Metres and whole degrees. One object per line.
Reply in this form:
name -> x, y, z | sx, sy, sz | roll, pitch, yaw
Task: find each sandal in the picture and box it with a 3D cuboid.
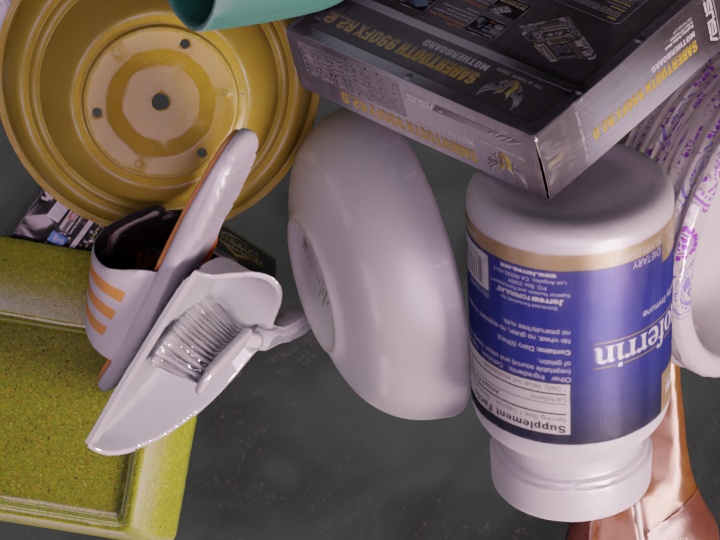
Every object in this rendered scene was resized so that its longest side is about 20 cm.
sandal -> -0.120, -0.018, 1.379 | 0.059, 0.079, 0.207 | 33, 128, 4

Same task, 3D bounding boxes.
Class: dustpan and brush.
dustpan and brush -> -0.078, 0.041, 1.443 | 0.057, 0.200, 0.140 | 35, 113, 6

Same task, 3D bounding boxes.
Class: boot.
boot -> 0.141, 0.157, 1.575 | 0.188, 0.069, 0.200 | -15, 112, 5

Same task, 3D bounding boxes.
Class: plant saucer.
plant saucer -> -0.202, 0.084, 1.495 | 0.199, 0.048, 0.200 | 10, 112, -5

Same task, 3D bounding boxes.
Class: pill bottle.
pill bottle -> 0.118, 0.036, 1.336 | 0.115, 0.116, 0.200 | -3, 122, 0

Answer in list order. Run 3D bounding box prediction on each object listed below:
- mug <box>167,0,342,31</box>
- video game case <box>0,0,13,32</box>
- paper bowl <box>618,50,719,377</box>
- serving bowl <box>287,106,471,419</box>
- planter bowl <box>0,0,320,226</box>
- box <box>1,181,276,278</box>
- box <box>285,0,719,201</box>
mug -> -0.056, -0.225, 1.319 | 0.114, 0.185, 0.152 | -12, 133, -18
video game case -> -0.199, -0.249, 1.420 | 0.182, 0.022, 0.200 | -21, 111, 7
paper bowl -> 0.208, -0.044, 1.439 | 0.104, 0.200, 0.201 | 24, 117, 32
serving bowl -> 0.000, 0.000, 1.428 | 0.066, 0.200, 0.200 | -16, 114, -13
planter bowl -> -0.120, -0.108, 1.409 | 0.200, 0.083, 0.201 | -1, 105, -5
box -> -0.173, 0.035, 1.526 | 0.160, 0.049, 0.200 | 33, 109, -12
box -> 0.082, -0.134, 1.340 | 0.158, 0.200, 0.048 | -42, 137, -25
